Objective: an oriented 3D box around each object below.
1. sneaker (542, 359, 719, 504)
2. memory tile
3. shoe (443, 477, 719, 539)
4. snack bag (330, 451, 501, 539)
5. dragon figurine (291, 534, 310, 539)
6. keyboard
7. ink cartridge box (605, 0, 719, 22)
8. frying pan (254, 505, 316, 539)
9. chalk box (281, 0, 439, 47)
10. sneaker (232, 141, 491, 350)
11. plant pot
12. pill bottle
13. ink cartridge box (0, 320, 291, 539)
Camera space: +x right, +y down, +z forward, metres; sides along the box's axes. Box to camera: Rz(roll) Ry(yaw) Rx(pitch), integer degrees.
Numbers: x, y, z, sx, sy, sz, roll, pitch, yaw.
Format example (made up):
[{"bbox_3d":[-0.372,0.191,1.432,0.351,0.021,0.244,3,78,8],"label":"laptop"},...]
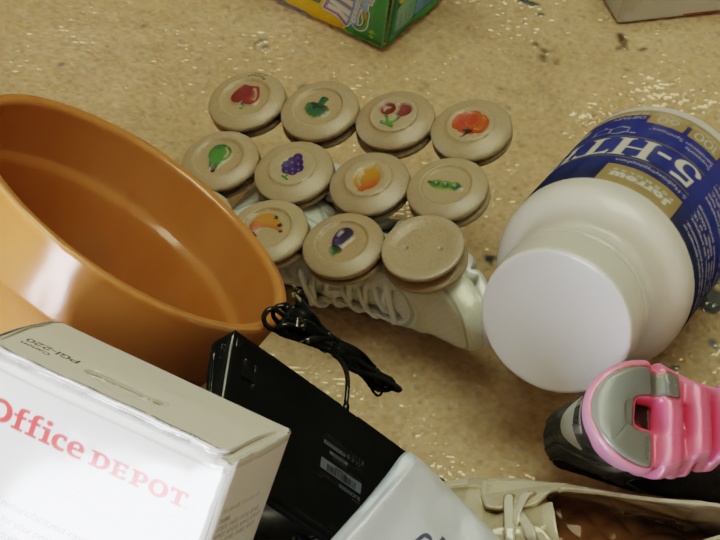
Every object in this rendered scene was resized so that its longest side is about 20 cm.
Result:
[{"bbox_3d":[0.192,0.103,1.476,0.200,0.095,0.079,16,63,-26],"label":"sneaker"},{"bbox_3d":[-0.017,-0.056,1.562,0.200,0.017,0.153,8,53,20],"label":"memory tile"},{"bbox_3d":[0.115,0.139,1.409,0.200,0.053,0.070,9,50,-19],"label":"shoe"},{"bbox_3d":[0.043,0.209,1.300,0.200,0.021,0.189,45,59,0],"label":"snack bag"},{"bbox_3d":[-0.005,0.218,1.331,0.099,0.059,0.200,-25,51,-31],"label":"dragon figurine"},{"bbox_3d":[-0.014,0.089,1.384,0.021,0.200,0.127,-15,52,34],"label":"keyboard"},{"bbox_3d":[0.209,-0.272,1.885,0.116,0.068,0.200,-7,47,-17],"label":"ink cartridge box"},{"bbox_3d":[-0.097,0.108,1.459,0.190,0.031,0.115,6,41,-8],"label":"frying pan"},{"bbox_3d":[0.008,-0.247,1.783,0.200,0.125,0.124,26,45,20],"label":"chalk box"},{"bbox_3d":[0.000,0.000,1.564,0.081,0.075,0.200,-36,50,-29],"label":"sneaker"},{"bbox_3d":[-0.160,0.019,1.423,0.200,0.140,0.200,31,20,-12],"label":"plant pot"},{"bbox_3d":[0.148,-0.010,1.528,0.120,0.120,0.200,22,31,14],"label":"pill bottle"},{"bbox_3d":[-0.139,0.144,1.278,0.145,0.200,0.085,24,16,15],"label":"ink cartridge box"}]
